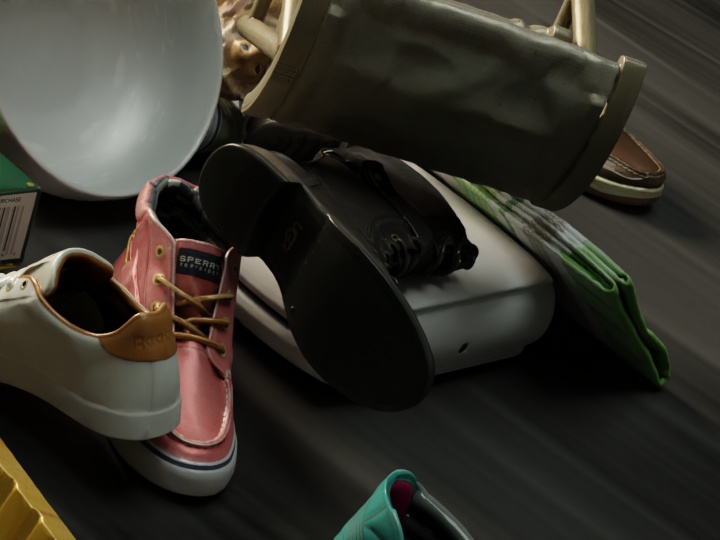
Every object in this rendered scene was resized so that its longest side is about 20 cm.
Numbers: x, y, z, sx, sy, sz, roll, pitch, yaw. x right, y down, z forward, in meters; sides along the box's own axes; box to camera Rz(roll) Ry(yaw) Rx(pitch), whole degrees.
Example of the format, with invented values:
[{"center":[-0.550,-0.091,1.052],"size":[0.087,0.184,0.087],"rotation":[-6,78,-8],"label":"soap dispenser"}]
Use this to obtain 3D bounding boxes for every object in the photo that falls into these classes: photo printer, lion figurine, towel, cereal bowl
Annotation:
[{"center":[0.000,0.000,1.399],"size":[0.199,0.070,0.166],"rotation":[-10,41,-45],"label":"photo printer"},{"center":[-0.104,-0.212,1.529],"size":[0.122,0.073,0.200],"rotation":[-39,84,-25],"label":"lion figurine"},{"center":[0.116,-0.017,1.467],"size":[0.200,0.031,0.149],"rotation":[41,-6,32],"label":"towel"},{"center":[-0.183,-0.141,1.426],"size":[0.083,0.202,0.199],"rotation":[-1,8,41],"label":"cereal bowl"}]

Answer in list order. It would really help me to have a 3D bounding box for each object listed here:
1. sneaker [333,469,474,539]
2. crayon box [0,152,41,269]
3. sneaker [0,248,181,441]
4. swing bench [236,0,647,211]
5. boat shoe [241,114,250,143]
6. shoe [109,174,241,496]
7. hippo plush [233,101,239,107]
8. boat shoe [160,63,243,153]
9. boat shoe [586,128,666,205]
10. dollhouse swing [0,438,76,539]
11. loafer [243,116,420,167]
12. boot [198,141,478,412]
[{"center":[-0.019,0.144,1.073],"size":[0.199,0.121,0.084],"rotation":[18,28,-6],"label":"sneaker"},{"center":[-0.312,-0.058,1.288],"size":[0.199,0.059,0.172],"rotation":[-8,37,-44],"label":"crayon box"},{"center":[-0.170,0.017,1.204],"size":[0.199,0.085,0.073],"rotation":[19,27,31],"label":"sneaker"},{"center":[0.040,-0.129,1.345],"size":[0.198,0.130,0.200],"rotation":[18,25,-13],"label":"swing bench"},{"center":[-0.024,-0.104,1.583],"size":[0.057,0.067,0.199],"rotation":[21,21,36],"label":"boat shoe"},{"center":[-0.100,0.030,1.251],"size":[0.071,0.091,0.200],"rotation":[10,30,-20],"label":"shoe"},{"center":[-0.094,-0.227,1.638],"size":[0.158,0.162,0.200],"rotation":[7,30,-26],"label":"hippo plush"},{"center":[-0.155,-0.141,1.561],"size":[0.200,0.072,0.062],"rotation":[48,18,31],"label":"boat shoe"},{"center":[0.149,-0.125,1.721],"size":[0.202,0.075,0.075],"rotation":[33,30,21],"label":"boat shoe"},{"center":[-0.237,0.141,0.893],"size":[0.175,0.182,0.200],"rotation":[21,20,-49],"label":"dollhouse swing"},{"center":[-0.004,-0.096,1.519],"size":[0.199,0.073,0.072],"rotation":[1,62,-45],"label":"loafer"},{"center":[0.015,-0.009,1.286],"size":[0.174,0.069,0.200],"rotation":[-2,49,-55],"label":"boot"}]
